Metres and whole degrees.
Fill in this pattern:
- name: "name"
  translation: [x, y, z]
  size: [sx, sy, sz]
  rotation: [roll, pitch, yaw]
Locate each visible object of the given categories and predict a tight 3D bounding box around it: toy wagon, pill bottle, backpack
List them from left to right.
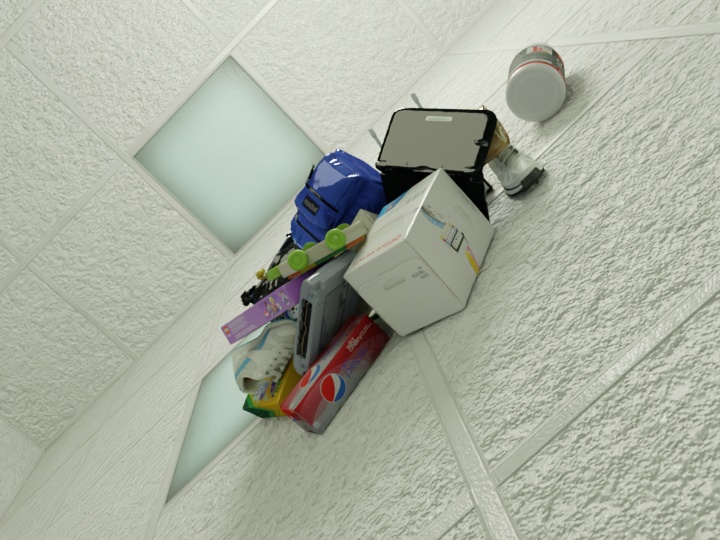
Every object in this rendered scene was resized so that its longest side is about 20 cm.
- name: "backpack"
  translation: [-0.123, 0.045, 1.516]
  size: [0.201, 0.153, 0.191]
  rotation: [-54, -22, -12]
- name: "toy wagon"
  translation: [-0.081, -0.027, 1.209]
  size: [0.199, 0.040, 0.155]
  rotation: [-29, 4, 8]
- name: "backpack"
  translation: [-0.044, -0.111, 1.372]
  size: [0.162, 0.167, 0.201]
  rotation: [44, 107, 38]
- name: "pill bottle"
  translation: [0.356, -0.388, 1.471]
  size: [0.116, 0.116, 0.200]
  rotation: [-36, 17, 31]

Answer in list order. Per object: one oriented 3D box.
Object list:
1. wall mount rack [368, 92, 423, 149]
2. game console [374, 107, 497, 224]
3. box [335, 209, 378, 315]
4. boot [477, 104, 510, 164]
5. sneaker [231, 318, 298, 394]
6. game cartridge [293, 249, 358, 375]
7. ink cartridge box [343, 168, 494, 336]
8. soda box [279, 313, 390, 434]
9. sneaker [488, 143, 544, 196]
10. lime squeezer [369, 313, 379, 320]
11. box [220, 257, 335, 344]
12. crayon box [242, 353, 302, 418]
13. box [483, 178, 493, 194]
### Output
- name: "wall mount rack"
  translation: [0.117, -0.241, 1.432]
  size: [0.200, 0.173, 0.075]
  rotation: [-35, 33, 30]
- name: "game console"
  translation: [0.138, -0.174, 1.245]
  size: [0.199, 0.116, 0.177]
  rotation: [10, 75, 33]
- name: "box"
  translation: [0.000, 0.000, 1.314]
  size: [0.201, 0.095, 0.078]
  rotation: [-58, 43, 18]
- name: "boot"
  translation: [0.161, -0.215, 1.296]
  size: [0.200, 0.066, 0.176]
  rotation: [-47, 51, 33]
- name: "sneaker"
  translation: [-0.150, 0.147, 1.268]
  size: [0.200, 0.076, 0.081]
  rotation: [-38, 53, 37]
- name: "game cartridge"
  translation: [-0.053, 0.067, 1.202]
  size: [0.133, 0.041, 0.201]
  rotation: [-33, -36, -42]
- name: "ink cartridge box"
  translation: [0.097, -0.027, 1.158]
  size: [0.147, 0.145, 0.200]
  rotation: [-30, 20, 42]
- name: "soda box"
  translation: [-0.040, 0.166, 1.183]
  size: [0.200, 0.063, 0.070]
  rotation: [-53, 16, -23]
- name: "sneaker"
  translation: [0.245, -0.202, 1.277]
  size: [0.076, 0.115, 0.201]
  rotation: [-43, 15, 8]
- name: "lime squeezer"
  translation: [-0.027, 0.126, 1.305]
  size: [0.200, 0.038, 0.071]
  rotation: [-46, 15, -3]
- name: "box"
  translation: [-0.135, 0.052, 1.247]
  size: [0.200, 0.039, 0.137]
  rotation: [-32, 1, 43]
- name: "crayon box"
  translation: [-0.139, 0.198, 1.330]
  size: [0.200, 0.051, 0.127]
  rotation: [-22, 44, 56]
- name: "box"
  translation: [0.174, -0.145, 1.459]
  size: [0.160, 0.049, 0.200]
  rotation: [-45, 15, 12]
